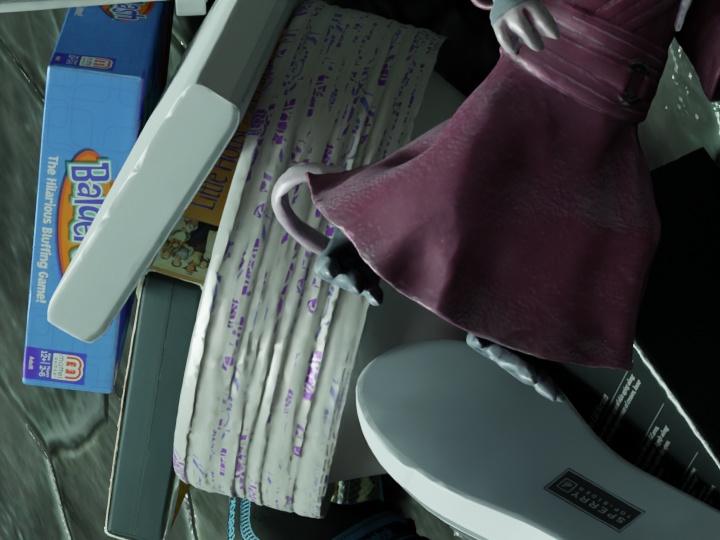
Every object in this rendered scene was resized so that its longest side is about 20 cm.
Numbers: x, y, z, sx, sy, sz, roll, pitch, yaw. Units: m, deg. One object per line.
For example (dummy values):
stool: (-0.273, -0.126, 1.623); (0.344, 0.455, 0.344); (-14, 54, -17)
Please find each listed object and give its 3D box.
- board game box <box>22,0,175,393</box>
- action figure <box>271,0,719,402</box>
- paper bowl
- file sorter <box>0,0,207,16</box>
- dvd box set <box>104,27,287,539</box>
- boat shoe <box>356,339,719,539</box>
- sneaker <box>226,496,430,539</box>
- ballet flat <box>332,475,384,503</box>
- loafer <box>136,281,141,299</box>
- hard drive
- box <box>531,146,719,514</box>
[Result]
board game box: (-0.117, -0.057, 1.336); (0.200, 0.045, 0.153); (-87, 4, -65)
action figure: (0.077, -0.064, 0.973); (0.201, 0.133, 0.149); (-64, 23, 3)
paper bowl: (0.000, 0.000, 1.158); (0.104, 0.201, 0.201); (14, 141, 4)
file sorter: (-0.135, -0.225, 1.232); (0.139, 0.124, 0.201); (-97, 3, -52)
dvd box set: (-0.063, 0.004, 1.267); (0.029, 0.200, 0.147); (15, 126, 5)
boat shoe: (0.073, 0.093, 1.017); (0.200, 0.070, 0.067); (29, 140, 38)
sneaker: (0.026, 0.137, 1.242); (0.073, 0.199, 0.082); (-40, 45, 29)
ballet flat: (-0.024, 0.072, 1.388); (0.074, 0.074, 0.201); (39, 144, 47)
loafer: (-0.085, 0.009, 1.452); (0.070, 0.075, 0.201); (51, 150, 27)
hard drive: (-0.061, -0.074, 1.168); (0.027, 0.200, 0.132); (31, 125, -6)
box: (0.112, 0.072, 1.086); (0.141, 0.079, 0.200); (54, 154, 20)
